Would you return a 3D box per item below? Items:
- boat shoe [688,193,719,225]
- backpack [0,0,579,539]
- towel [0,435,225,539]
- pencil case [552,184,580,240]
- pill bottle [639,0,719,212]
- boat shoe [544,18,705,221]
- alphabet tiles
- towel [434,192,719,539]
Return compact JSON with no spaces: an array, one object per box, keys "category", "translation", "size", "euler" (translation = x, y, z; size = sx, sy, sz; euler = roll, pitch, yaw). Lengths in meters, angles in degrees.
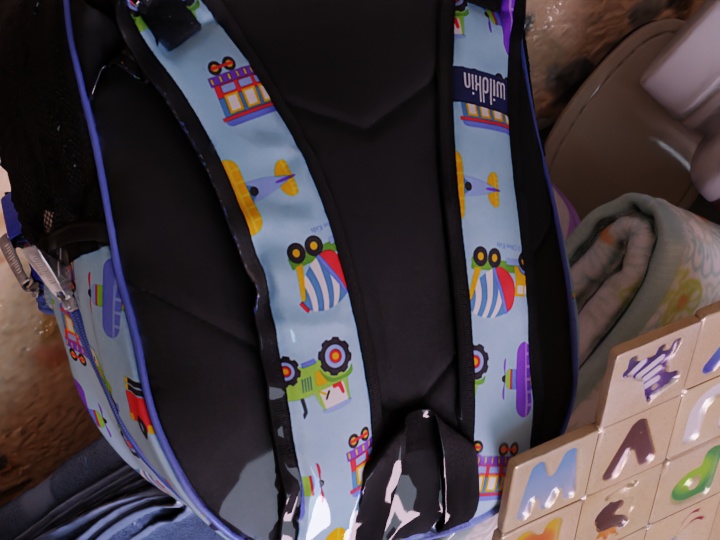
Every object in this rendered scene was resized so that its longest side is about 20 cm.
[{"category":"boat shoe","translation":[0.201,-0.077,0.845],"size":[0.068,0.073,0.201],"euler":[-5,124,-51]},{"category":"backpack","translation":[-0.023,-0.009,0.604],"size":[0.181,0.202,0.134],"euler":[-12,179,-34]},{"category":"towel","translation":[-0.082,0.101,0.764],"size":[0.111,0.049,0.200],"euler":[0,156,-40]},{"category":"pencil case","translation":[0.000,0.000,0.751],"size":[0.199,0.085,0.085],"euler":[-8,108,-37]},{"category":"pill bottle","translation":[0.210,-0.037,0.746],"size":[0.109,0.200,0.109],"euler":[-47,180,0]},{"category":"boat shoe","translation":[0.104,-0.027,0.843],"size":[0.072,0.063,0.201],"euler":[17,112,-8]},{"category":"alphabet tiles","translation":[0.112,0.082,0.643],"size":[0.165,0.006,0.201],"euler":[-20,139,-25]},{"category":"towel","translation":[0.097,0.061,0.789],"size":[0.200,0.048,0.171],"euler":[-51,150,16]}]
